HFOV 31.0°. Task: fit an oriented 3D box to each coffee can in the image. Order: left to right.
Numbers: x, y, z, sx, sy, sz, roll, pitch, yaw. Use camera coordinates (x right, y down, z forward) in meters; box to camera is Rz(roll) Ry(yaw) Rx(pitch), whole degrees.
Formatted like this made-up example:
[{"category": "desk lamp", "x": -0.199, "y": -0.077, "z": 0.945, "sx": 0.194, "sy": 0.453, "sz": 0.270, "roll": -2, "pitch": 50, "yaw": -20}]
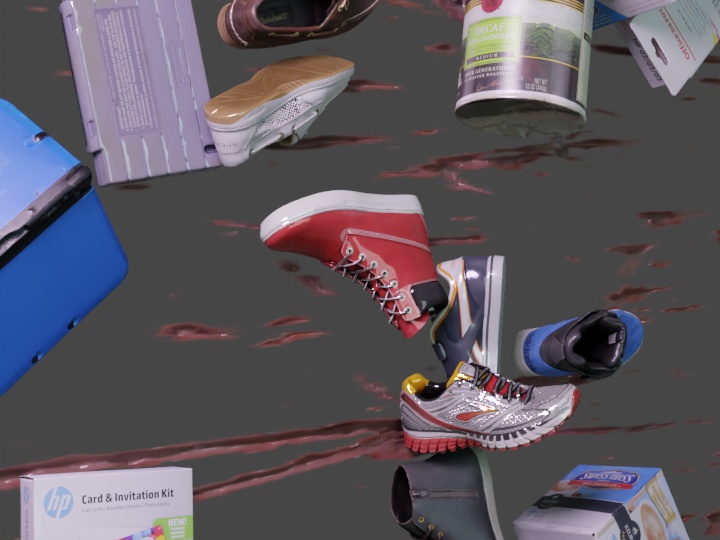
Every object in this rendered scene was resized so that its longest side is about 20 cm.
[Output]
[{"category": "coffee can", "x": 0.183, "y": -0.262, "z": 1.421, "sx": 0.145, "sy": 0.146, "sz": 0.203, "roll": 12, "pitch": 79, "yaw": -34}]

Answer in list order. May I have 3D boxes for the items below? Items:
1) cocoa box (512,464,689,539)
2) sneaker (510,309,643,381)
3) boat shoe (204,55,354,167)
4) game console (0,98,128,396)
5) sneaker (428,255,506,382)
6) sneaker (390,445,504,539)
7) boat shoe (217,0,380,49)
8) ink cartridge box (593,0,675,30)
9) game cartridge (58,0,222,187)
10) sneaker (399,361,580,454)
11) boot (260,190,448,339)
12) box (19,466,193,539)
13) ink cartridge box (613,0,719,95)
[{"category": "cocoa box", "x": 0.286, "y": 0.335, "z": 1.442, "sx": 0.131, "sy": 0.133, "sz": 0.202, "roll": -32, "pitch": 104, "yaw": -34}, {"category": "sneaker", "x": 0.278, "y": 0.082, "z": 1.475, "sx": 0.198, "sy": 0.111, "sz": 0.078, "roll": -3, "pitch": 87, "yaw": -36}, {"category": "boat shoe", "x": -0.078, "y": -0.158, "z": 1.278, "sx": 0.199, "sy": 0.070, "sz": 0.070, "roll": -33, "pitch": 130, "yaw": -43}, {"category": "game console", "x": -0.322, "y": -0.015, "z": 1.117, "sx": 0.170, "sy": 0.119, "sz": 0.200, "roll": 39, "pitch": 60, "yaw": 9}, {"category": "sneaker", "x": 0.113, "y": 0.082, "z": 1.385, "sx": 0.078, "sy": 0.078, "sz": 0.203, "roll": 2, "pitch": 100, "yaw": 9}, {"category": "sneaker", "x": 0.092, "y": 0.290, "z": 1.354, "sx": 0.105, "sy": 0.075, "sz": 0.203, "roll": -8, "pitch": 81, "yaw": -31}, {"category": "boat shoe", "x": -0.047, "y": -0.267, "z": 1.306, "sx": 0.199, "sy": 0.070, "sz": 0.071, "roll": -28, "pitch": 100, "yaw": -35}, {"category": "ink cartridge box", "x": 0.282, "y": -0.412, "z": 1.505, "sx": 0.200, "sy": 0.147, "sz": 0.145, "roll": 44, "pitch": 63, "yaw": -23}, {"category": "game cartridge", "x": -0.206, "y": -0.185, "z": 1.207, "sx": 0.128, "sy": 0.038, "sz": 0.203, "roll": -12, "pitch": 92, "yaw": -32}, {"category": "sneaker", "x": 0.125, "y": 0.134, "z": 1.308, "sx": 0.078, "sy": 0.198, "sz": 0.083, "roll": -36, "pitch": 114, "yaw": -61}, {"category": "boot", "x": 0.000, "y": 0.000, "z": 1.289, "sx": 0.198, "sy": 0.072, "sz": 0.146, "roll": -3, "pitch": 68, "yaw": -37}, {"category": "box", "x": -0.222, "y": 0.279, "z": 1.145, "sx": 0.154, "sy": 0.041, "sz": 0.203, "roll": 3, "pitch": 83, "yaw": -35}, {"category": "ink cartridge box", "x": 0.387, "y": -0.313, "z": 1.618, "sx": 0.116, "sy": 0.068, "sz": 0.200, "roll": 52, "pitch": 59, "yaw": -19}]
